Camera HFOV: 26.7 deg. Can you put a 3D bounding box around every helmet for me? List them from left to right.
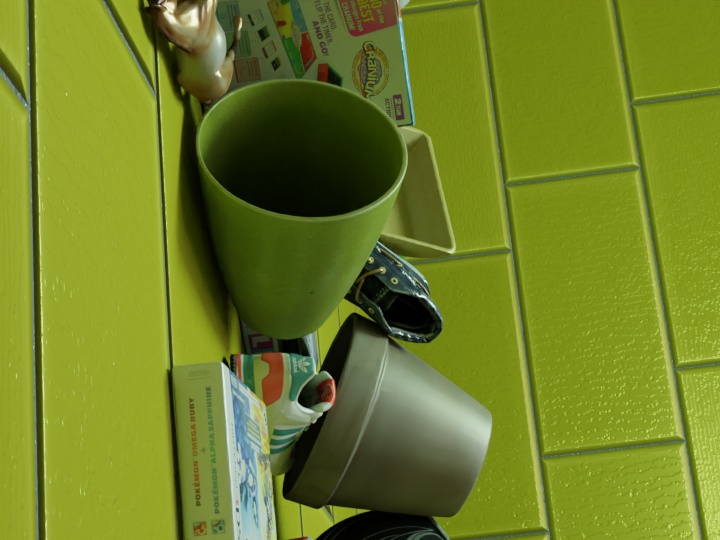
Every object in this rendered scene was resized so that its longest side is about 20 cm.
[{"bbox_3d":[0.017,0.356,1.580,0.201,0.190,0.200,55,-15,22],"label":"helmet"}]

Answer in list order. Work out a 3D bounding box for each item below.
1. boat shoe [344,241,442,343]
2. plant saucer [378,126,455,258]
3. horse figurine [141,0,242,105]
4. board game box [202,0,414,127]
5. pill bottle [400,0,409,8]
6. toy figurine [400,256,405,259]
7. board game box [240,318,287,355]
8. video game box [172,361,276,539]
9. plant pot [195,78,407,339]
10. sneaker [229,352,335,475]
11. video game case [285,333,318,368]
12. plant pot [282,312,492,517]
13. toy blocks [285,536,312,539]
[{"bbox_3d":[0.000,0.000,1.509,0.199,0.071,0.091,29,14,-28],"label":"boat shoe"},{"bbox_3d":[-0.007,-0.094,1.631,0.049,0.198,0.201,-57,-151,36],"label":"plant saucer"},{"bbox_3d":[-0.137,-0.207,1.310,0.201,0.049,0.134,87,11,-58],"label":"horse figurine"},{"bbox_3d":[-0.056,-0.201,1.433,0.040,0.198,0.154,-86,168,-68],"label":"board game box"},{"bbox_3d":[-0.037,-0.282,1.741,0.112,0.200,0.113,41,-22,20],"label":"pill bottle"},{"bbox_3d":[-0.041,-0.092,1.744,0.185,0.198,0.150,68,30,-19],"label":"toy figurine"},{"bbox_3d":[-0.093,0.056,1.610,0.200,0.034,0.136,-86,169,-68],"label":"board game box"},{"bbox_3d":[-0.104,0.181,1.209,0.200,0.046,0.184,66,20,-75],"label":"video game box"},{"bbox_3d":[-0.062,-0.038,1.390,0.188,0.185,0.201,-93,-172,-45],"label":"plant pot"},{"bbox_3d":[-0.066,0.139,1.450,0.200,0.092,0.071,76,8,-56],"label":"sneaker"},{"bbox_3d":[-0.071,0.024,1.610,0.143,0.019,0.202,-80,161,-76],"label":"video game case"},{"bbox_3d":[0.033,0.168,1.549,0.200,0.172,0.202,-157,-90,-84],"label":"plant pot"},{"bbox_3d":[-0.056,0.330,1.393,0.137,0.099,0.202,56,25,-55],"label":"toy blocks"}]
